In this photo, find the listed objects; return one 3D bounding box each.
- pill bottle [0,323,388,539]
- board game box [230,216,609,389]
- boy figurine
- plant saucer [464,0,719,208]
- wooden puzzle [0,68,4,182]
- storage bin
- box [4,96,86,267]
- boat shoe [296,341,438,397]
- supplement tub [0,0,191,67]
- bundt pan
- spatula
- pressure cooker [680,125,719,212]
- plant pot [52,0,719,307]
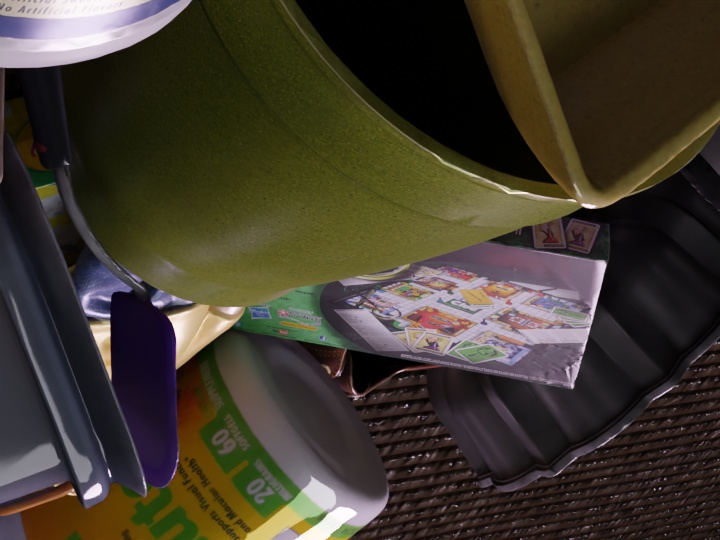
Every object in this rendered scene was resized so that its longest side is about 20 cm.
[{"bbox_3d":[-0.095,0.122,1.028,0.200,0.111,0.111,-39,157,14],"label":"pill bottle"},{"bbox_3d":[0.000,0.000,0.944,0.199,0.024,0.105,10,149,2],"label":"board game box"},{"bbox_3d":[-0.102,0.026,0.910,0.124,0.065,0.200,-13,154,-35],"label":"boy figurine"},{"bbox_3d":[0.075,-0.147,0.654,0.048,0.201,0.200,-2,-154,46],"label":"plant saucer"},{"bbox_3d":[-0.206,-0.032,0.684,0.199,0.185,0.046,-26,117,5],"label":"wooden puzzle"},{"bbox_3d":[-0.165,0.023,0.736,0.134,0.200,0.146,-22,116,-10],"label":"storage bin"},{"bbox_3d":[-0.190,-0.007,0.878,0.199,0.049,0.117,-16,156,-22],"label":"box"},{"bbox_3d":[-0.006,0.026,1.079,0.199,0.071,0.070,-15,154,18],"label":"boat shoe"},{"bbox_3d":[-0.070,-0.159,0.523,0.145,0.145,0.200,-13,154,-32],"label":"supplement tub"},{"bbox_3d":[0.112,0.016,1.154,0.202,0.076,0.202,-41,-170,9],"label":"bundt pan"},{"bbox_3d":[-0.090,-0.022,0.734,0.020,0.201,0.056,-24,-158,-23],"label":"spatula"},{"bbox_3d":[0.229,-0.121,0.924,0.178,0.176,0.200,-11,158,-43],"label":"pressure cooker"},{"bbox_3d":[-0.011,-0.080,0.753,0.200,0.201,0.193,-9,165,-39],"label":"plant pot"}]
